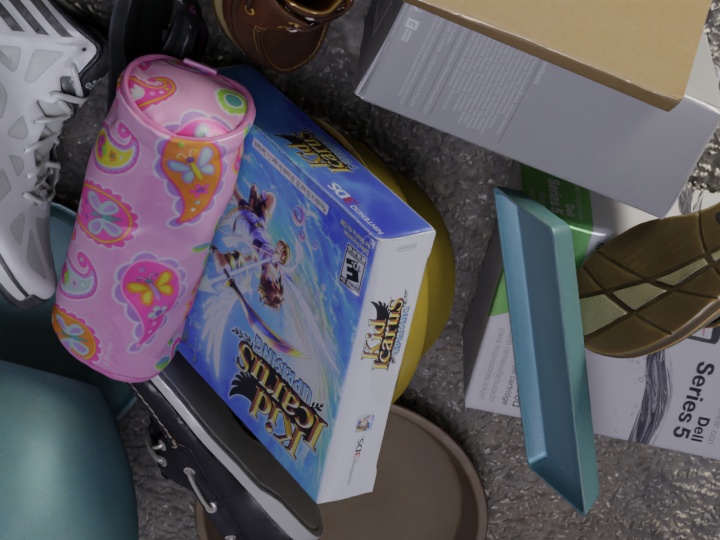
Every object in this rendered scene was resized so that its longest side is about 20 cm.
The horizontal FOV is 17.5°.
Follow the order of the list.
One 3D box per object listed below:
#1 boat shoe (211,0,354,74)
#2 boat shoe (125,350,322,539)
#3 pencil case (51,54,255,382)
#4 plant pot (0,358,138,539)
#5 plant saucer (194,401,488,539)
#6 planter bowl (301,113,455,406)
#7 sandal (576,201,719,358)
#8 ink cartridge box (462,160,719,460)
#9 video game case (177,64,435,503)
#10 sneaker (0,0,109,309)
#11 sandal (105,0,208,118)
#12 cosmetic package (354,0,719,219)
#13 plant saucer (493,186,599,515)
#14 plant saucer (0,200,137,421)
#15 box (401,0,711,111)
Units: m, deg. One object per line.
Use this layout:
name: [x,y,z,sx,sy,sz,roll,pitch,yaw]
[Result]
boat shoe: [-0.039,-0.163,1.312,0.072,0.068,0.200,-33,160,-16]
boat shoe: [-0.103,0.116,1.501,0.060,0.074,0.200,-32,124,15]
pencil case: [-0.124,-0.029,1.370,0.087,0.088,0.201,14,129,-7]
plant pot: [-0.223,0.125,1.450,0.199,0.200,0.136,15,85,-7]
plant saucer: [-0.013,0.160,1.579,0.198,0.030,0.201,1,122,1]
planter bowl: [0.000,0.000,1.424,0.083,0.200,0.202,-10,129,-35]
sandal: [0.213,-0.005,1.359,0.199,0.081,0.054,-31,141,11]
ink cartridge box: [0.176,0.025,1.457,0.198,0.084,0.146,12,120,-5]
video game case: [-0.046,0.006,1.380,0.045,0.200,0.182,-11,128,-34]
sneaker: [-0.191,-0.083,1.388,0.114,0.076,0.202,-16,97,8]
sandal: [-0.118,-0.119,1.388,0.048,0.076,0.201,18,130,9]
cosmetic package: [0.105,-0.119,1.361,0.199,0.107,0.091,25,119,-10]
plant saucer: [0.113,0.047,1.389,0.019,0.070,0.201,-20,121,-20]
plant saucer: [-0.227,0.027,1.502,0.198,0.036,0.201,1,121,2]
box: [0.110,-0.198,1.301,0.199,0.021,0.165,21,75,-11]
